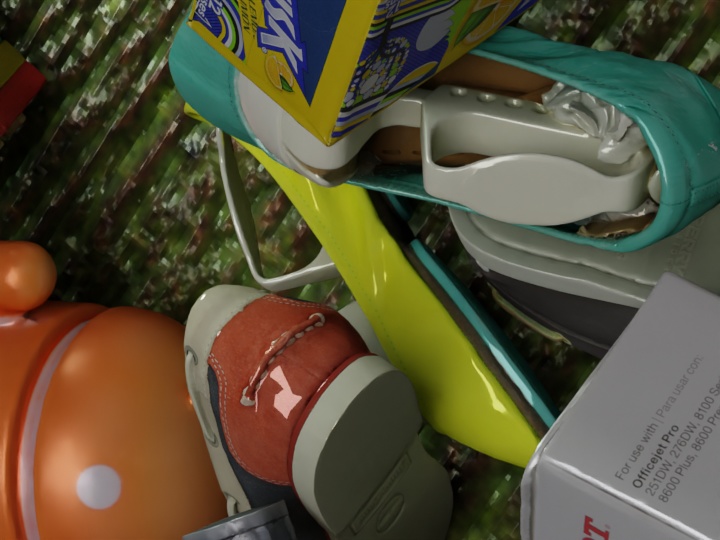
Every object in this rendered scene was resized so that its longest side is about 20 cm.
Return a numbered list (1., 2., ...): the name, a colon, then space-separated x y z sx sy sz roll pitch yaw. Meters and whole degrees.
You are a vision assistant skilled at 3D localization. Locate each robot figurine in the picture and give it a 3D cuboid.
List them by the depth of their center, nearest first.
1. robot figurine: -0.127 0.067 0.814 0.199 0.117 0.145 1 78 23

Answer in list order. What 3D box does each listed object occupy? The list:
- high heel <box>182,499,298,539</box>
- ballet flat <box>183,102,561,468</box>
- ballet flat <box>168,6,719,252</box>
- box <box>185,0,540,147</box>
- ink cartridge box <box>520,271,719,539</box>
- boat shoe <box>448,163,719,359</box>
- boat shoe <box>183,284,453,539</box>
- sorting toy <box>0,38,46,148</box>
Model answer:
1. high heel: -0.070 0.167 0.710 0.199 0.071 0.143 -25 85 39
2. ballet flat: 0.000 0.000 0.774 0.067 0.067 0.201 -34 70 6
3. ballet flat: 0.019 -0.050 0.701 0.199 0.070 0.068 12 117 18
4. box: 0.042 -0.123 0.681 0.064 0.200 0.070 42 145 15
5. ink cartridge box: 0.153 0.108 0.670 0.199 0.145 0.084 27 60 20
6. boat shoe: 0.125 0.010 0.731 0.200 0.061 0.072 23 71 20
7. boat shoe: -0.015 0.071 0.739 0.062 0.200 0.071 31 69 22
8. sorting toy: -0.210 -0.013 0.811 0.199 0.200 0.070 -42 102 17
